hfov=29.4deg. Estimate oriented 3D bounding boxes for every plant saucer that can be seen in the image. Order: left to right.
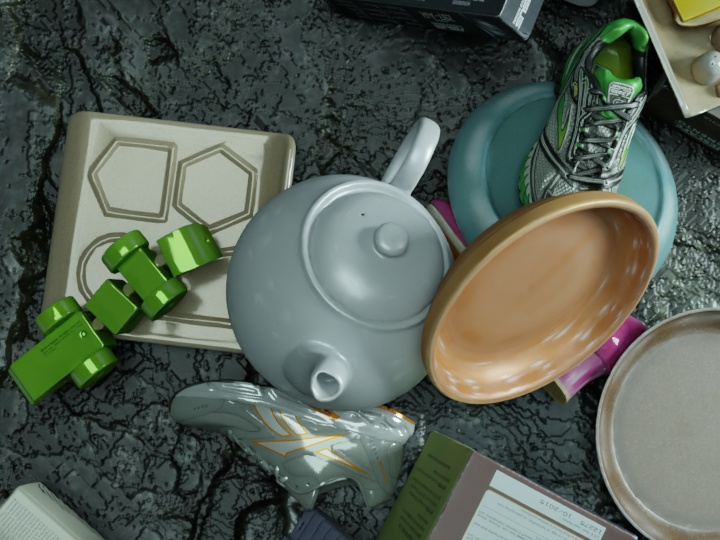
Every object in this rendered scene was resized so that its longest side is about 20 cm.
[{"bbox_3d":[0.128,0.016,1.009,0.200,0.200,0.038,-34,53,-3],"label":"plant saucer"},{"bbox_3d":[0.169,-0.068,1.110,0.199,0.027,0.201,4,69,-11],"label":"plant saucer"},{"bbox_3d":[0.283,0.130,1.106,0.199,0.032,0.202,0,89,-6],"label":"plant saucer"}]

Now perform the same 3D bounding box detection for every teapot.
[{"bbox_3d":[0.000,0.000,1.041,0.196,0.146,0.201,-14,71,-28],"label":"teapot"}]

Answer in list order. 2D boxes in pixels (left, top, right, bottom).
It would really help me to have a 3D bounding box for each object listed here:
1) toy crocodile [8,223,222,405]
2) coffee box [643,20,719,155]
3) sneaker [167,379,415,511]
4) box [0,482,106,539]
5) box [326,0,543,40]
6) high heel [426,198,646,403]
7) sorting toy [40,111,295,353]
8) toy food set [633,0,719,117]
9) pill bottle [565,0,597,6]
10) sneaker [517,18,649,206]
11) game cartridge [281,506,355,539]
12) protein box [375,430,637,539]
[{"bbox_3d":[-0.197,0.033,1.096,0.200,0.062,0.068,-43,82,5],"label":"toy crocodile"},{"bbox_3d":[0.333,-0.197,1.127,0.113,0.080,0.201,31,85,3],"label":"coffee box"},{"bbox_3d":[-0.060,0.142,1.097,0.199,0.076,0.093,10,80,3],"label":"sneaker"},{"bbox_3d":[-0.216,0.262,1.092,0.200,0.068,0.082,41,86,5],"label":"box"},{"bbox_3d":[0.075,-0.275,1.101,0.199,0.043,0.161,16,82,42],"label":"box"},{"bbox_3d":[0.142,0.005,1.120,0.096,0.067,0.200,-36,78,-17],"label":"high heel"},{"bbox_3d":[-0.159,-0.031,1.144,0.199,0.036,0.186,6,84,6],"label":"sorting toy"},{"bbox_3d":[0.310,-0.222,1.059,0.199,0.060,0.144,-23,84,-3],"label":"toy food set"},{"bbox_3d":[0.211,-0.325,1.127,0.114,0.114,0.200,35,86,4],"label":"pill bottle"},{"bbox_3d":[0.177,-0.110,1.067,0.078,0.085,0.201,16,68,-7],"label":"sneaker"},{"bbox_3d":[-0.067,0.286,1.057,0.038,0.130,0.201,34,85,-15],"label":"game cartridge"},{"bbox_3d":[0.079,0.245,1.018,0.134,0.199,0.201,28,85,-3],"label":"protein box"}]
